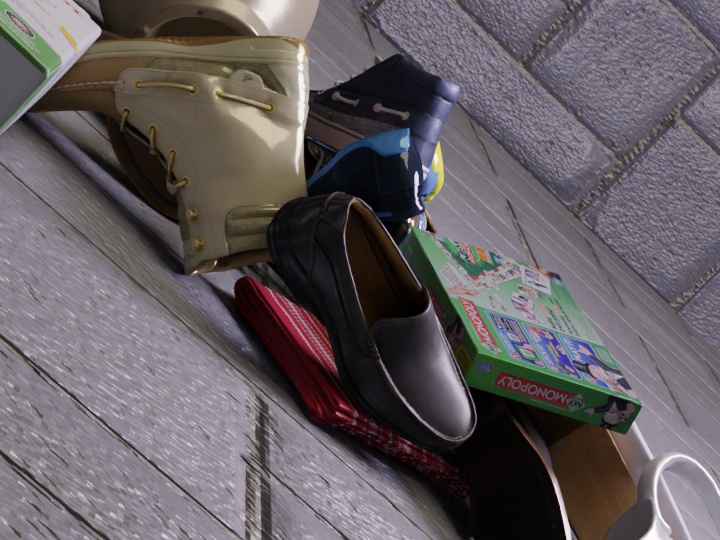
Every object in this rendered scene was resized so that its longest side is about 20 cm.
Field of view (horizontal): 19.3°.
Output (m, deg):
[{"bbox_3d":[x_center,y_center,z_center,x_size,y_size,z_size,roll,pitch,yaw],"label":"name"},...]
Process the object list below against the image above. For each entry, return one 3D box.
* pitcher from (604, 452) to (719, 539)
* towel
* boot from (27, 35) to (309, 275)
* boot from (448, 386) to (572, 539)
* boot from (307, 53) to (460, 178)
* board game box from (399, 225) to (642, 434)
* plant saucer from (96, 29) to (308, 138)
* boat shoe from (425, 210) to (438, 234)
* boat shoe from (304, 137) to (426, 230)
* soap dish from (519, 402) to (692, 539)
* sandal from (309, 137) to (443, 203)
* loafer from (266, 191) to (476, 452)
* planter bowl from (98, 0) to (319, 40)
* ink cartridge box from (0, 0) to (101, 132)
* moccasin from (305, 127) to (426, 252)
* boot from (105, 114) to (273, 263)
[{"bbox_3d":[0.253,0.238,1.498,0.200,0.121,0.172,40,55,-3],"label":"pitcher"},{"bbox_3d":[-0.001,0.084,1.485,0.200,0.022,0.145,33,16,-49],"label":"towel"},{"bbox_3d":[-0.129,-0.074,1.420,0.073,0.199,0.156,132,-46,-81],"label":"boot"},{"bbox_3d":[0.118,0.154,1.468,0.097,0.075,0.200,23,37,-54],"label":"boot"},{"bbox_3d":[0.007,-0.133,1.703,0.073,0.091,0.200,26,3,-39],"label":"boot"},{"bbox_3d":[0.110,0.040,1.530,0.134,0.029,0.200,17,22,-21],"label":"board game box"},{"bbox_3d":[-0.131,-0.148,1.650,0.199,0.030,0.200,19,4,-1],"label":"plant saucer"},{"bbox_3d":[0.044,0.012,1.704,0.070,0.070,0.200,-8,54,-28],"label":"boat shoe"},{"bbox_3d":[-0.039,-0.066,1.706,0.200,0.072,0.072,24,-9,32],"label":"boat shoe"},{"bbox_3d":[0.177,0.150,1.619,0.200,0.081,0.157,61,1,-31],"label":"soap dish"},{"bbox_3d":[-0.010,-0.085,1.807,0.087,0.200,0.080,-12,95,-41],"label":"sandal"},{"bbox_3d":[0.018,0.036,1.384,0.200,0.073,0.072,53,-34,-16],"label":"loafer"},{"bbox_3d":[-0.130,-0.220,1.778,0.200,0.200,0.135,38,37,-32],"label":"planter bowl"},{"bbox_3d":[-0.249,-0.155,1.288,0.145,0.084,0.200,43,11,-8],"label":"ink cartridge box"},{"bbox_3d":[-0.003,-0.037,1.449,0.200,0.080,0.068,124,-52,-76],"label":"moccasin"},{"bbox_3d":[-0.124,-0.094,1.564,0.200,0.077,0.155,31,12,-32],"label":"boot"}]
